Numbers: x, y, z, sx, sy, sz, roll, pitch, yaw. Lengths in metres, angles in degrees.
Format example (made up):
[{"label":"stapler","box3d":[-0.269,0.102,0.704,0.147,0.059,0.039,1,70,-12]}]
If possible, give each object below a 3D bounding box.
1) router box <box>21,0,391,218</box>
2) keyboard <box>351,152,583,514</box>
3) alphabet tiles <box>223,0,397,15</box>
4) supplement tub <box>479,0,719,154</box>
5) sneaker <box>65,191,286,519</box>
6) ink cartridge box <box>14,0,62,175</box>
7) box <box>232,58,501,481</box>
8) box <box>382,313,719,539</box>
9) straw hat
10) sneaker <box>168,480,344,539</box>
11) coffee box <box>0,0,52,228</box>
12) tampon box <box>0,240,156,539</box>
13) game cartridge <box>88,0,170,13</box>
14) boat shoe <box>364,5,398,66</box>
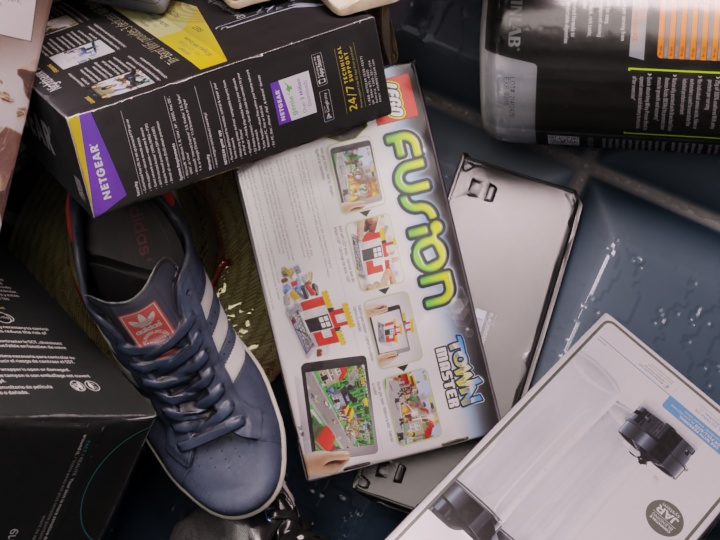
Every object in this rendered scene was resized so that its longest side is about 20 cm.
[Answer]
[{"label":"router box","box3d":[-0.097,-0.102,0.868,0.156,0.200,0.053,-20,117,-17]},{"label":"keyboard","box3d":[0.039,0.032,0.955,0.126,0.021,0.202,18,79,5]},{"label":"alphabet tiles","box3d":[0.011,-0.180,0.891,0.198,0.015,0.196,-16,33,-14]},{"label":"supplement tub","box3d":[0.166,-0.125,0.922,0.197,0.123,0.124,5,77,8]},{"label":"sneaker","box3d":[-0.099,0.035,0.864,0.074,0.085,0.202,-26,90,2]},{"label":"ink cartridge box","box3d":[-0.258,-0.112,0.995,0.200,0.084,0.145,-45,75,-5]},{"label":"box","box3d":[0.000,0.000,0.911,0.109,0.035,0.202,-13,93,-1]},{"label":"box","box3d":[0.102,0.129,0.861,0.116,0.060,0.200,41,59,15]},{"label":"straw hat","box3d":[-0.123,-0.014,0.953,0.198,0.085,0.204,-2,76,7]},{"label":"sneaker","box3d":[-0.016,0.150,0.905,0.198,0.073,0.113,-13,77,6]},{"label":"coffee box","box3d":[-0.202,-0.118,0.818,0.079,0.113,0.203,14,84,-29]},{"label":"tampon box","box3d":[-0.228,0.075,0.867,0.200,0.125,0.151,41,114,37]},{"label":"game cartridge","box3d":[-0.151,-0.213,0.914,0.198,0.040,0.135,17,79,34]},{"label":"boat shoe","box3d":[-0.016,-0.133,0.976,0.073,0.066,0.203,-7,78,-5]}]
